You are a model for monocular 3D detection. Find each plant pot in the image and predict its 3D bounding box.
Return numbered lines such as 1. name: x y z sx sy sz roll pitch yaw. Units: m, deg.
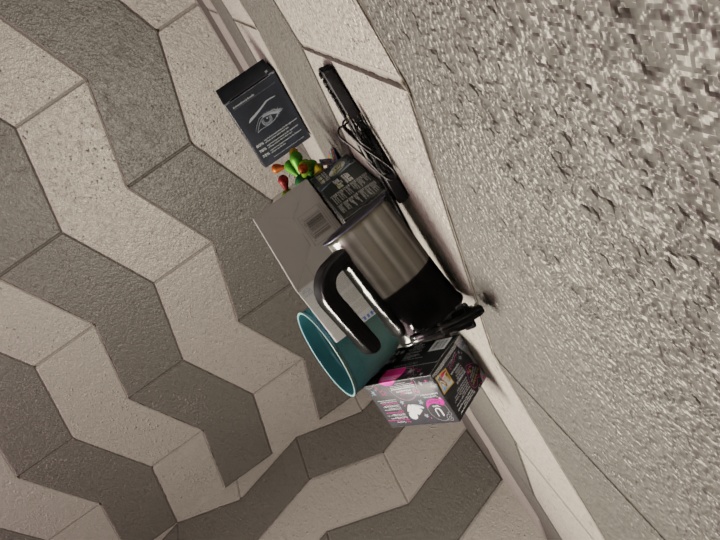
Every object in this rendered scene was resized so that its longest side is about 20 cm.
1. plant pot: -0.001 0.120 1.183 0.200 0.187 0.201 46 159 24

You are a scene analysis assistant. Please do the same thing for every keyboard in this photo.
1. keyboard: -0.006 -0.172 0.749 0.202 0.039 0.104 56 179 -14

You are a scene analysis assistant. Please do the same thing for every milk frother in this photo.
1. milk frother: 0.056 0.004 0.761 0.189 0.181 0.199 50 139 -9

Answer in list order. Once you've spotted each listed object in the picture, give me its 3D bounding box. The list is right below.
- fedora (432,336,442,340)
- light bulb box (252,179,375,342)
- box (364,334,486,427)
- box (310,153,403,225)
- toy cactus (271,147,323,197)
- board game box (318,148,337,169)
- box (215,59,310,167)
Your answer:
1. fedora: 0.136 0.136 1.339 0.202 0.089 0.177 65 173 -26
2. light bulb box: -0.070 -0.014 1.027 0.199 0.124 0.201 54 177 35
3. box: 0.130 0.225 1.145 0.199 0.132 0.116 -21 106 48
4. box: 0.011 -0.086 0.981 0.165 0.085 0.200 57 178 -33
5. toy cactus: -0.113 -0.148 1.120 0.201 0.100 0.167 -90 -19 -67
6. board game box: -0.060 -0.151 1.208 0.159 0.038 0.203 101 154 -60
7. box: -0.238 -0.387 1.410 0.105 0.147 0.201 54 176 47
